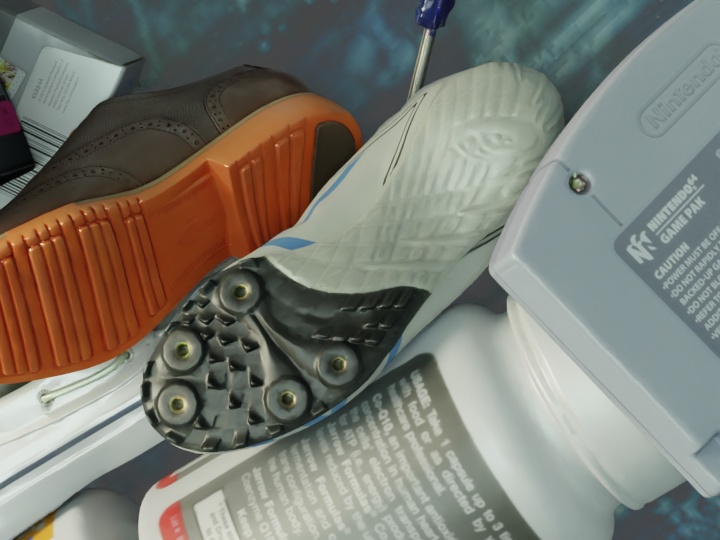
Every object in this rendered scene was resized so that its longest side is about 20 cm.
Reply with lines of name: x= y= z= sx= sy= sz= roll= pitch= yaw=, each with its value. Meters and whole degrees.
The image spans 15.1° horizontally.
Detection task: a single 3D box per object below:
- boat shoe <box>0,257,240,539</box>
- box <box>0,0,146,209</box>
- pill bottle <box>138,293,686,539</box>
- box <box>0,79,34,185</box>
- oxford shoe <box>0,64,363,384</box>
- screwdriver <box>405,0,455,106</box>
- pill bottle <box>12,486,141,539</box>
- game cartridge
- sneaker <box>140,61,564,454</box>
boat shoe: x=-0.103 y=0.039 z=1.058 sx=0.200 sy=0.074 sz=0.067 roll=-37 pitch=103 yaw=-5
box: x=-0.208 y=-0.058 z=1.096 sx=0.200 sy=0.041 sz=0.156 roll=25 pitch=102 yaw=4
pill bottle: x=0.025 y=0.085 z=1.043 sx=0.200 sy=0.114 sz=0.114 roll=-31 pitch=93 yaw=13
box: x=-0.239 y=-0.042 z=1.011 sx=0.200 sy=0.122 sz=0.106 roll=-23 pitch=94 yaw=6
oxford shoe: x=-0.098 y=-0.019 z=1.031 sx=0.073 sy=0.200 sz=0.071 roll=40 pitch=145 yaw=40
screwdriver: x=0.021 y=-0.080 z=1.066 sx=0.029 sy=0.028 sz=0.200 roll=28 pitch=109 yaw=35
pill bottle: x=-0.156 y=0.183 z=1.090 sx=0.200 sy=0.112 sz=0.112 roll=-33 pitch=92 yaw=12
game cartridge: x=0.143 y=-0.030 z=0.994 sx=0.133 sy=0.040 sz=0.200 roll=48 pitch=64 yaw=-3
sneaker: x=0.000 y=0.000 z=1.025 sx=0.200 sy=0.072 sz=0.072 roll=-42 pitch=83 yaw=-13
